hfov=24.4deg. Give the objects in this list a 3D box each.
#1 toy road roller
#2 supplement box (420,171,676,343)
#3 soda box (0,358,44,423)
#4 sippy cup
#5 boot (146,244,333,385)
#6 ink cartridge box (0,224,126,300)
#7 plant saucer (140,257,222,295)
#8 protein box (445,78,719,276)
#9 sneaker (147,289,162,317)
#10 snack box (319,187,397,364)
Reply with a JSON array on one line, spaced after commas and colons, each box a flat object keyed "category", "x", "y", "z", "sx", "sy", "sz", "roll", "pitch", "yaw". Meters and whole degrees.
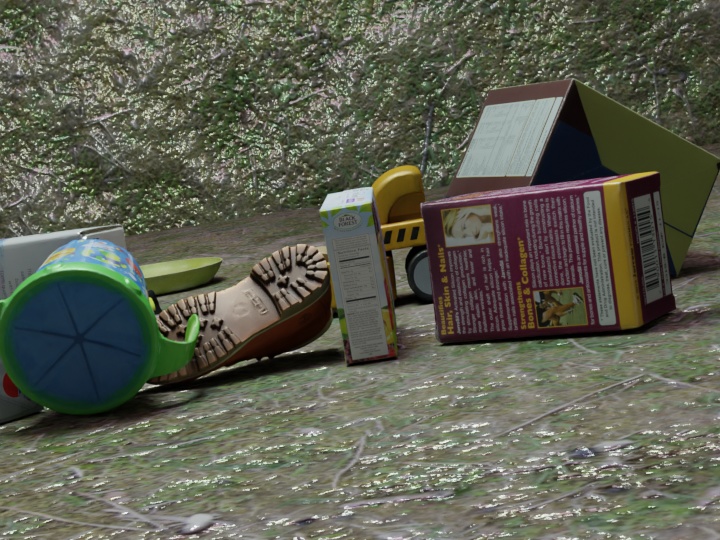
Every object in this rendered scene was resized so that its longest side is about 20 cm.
[{"category": "toy road roller", "x": 0.017, "y": -0.036, "z": 1.849, "sx": 0.199, "sy": 0.146, "sz": 0.123, "roll": -8, "pitch": 6, "yaw": 1}, {"category": "supplement box", "x": 0.168, "y": -0.011, "z": 1.496, "sx": 0.199, "sy": 0.131, "sz": 0.103, "roll": -4, "pitch": 6, "yaw": 30}, {"category": "soda box", "x": -0.378, "y": 0.101, "z": 1.520, "sx": 0.200, "sy": 0.069, "sz": 0.063, "roll": -2, "pitch": 9, "yaw": 41}, {"category": "sippy cup", "x": -0.239, "y": 0.037, "z": 1.449, "sx": 0.140, "sy": 0.178, "sz": 0.130, "roll": -38, "pitch": 19, "yaw": 11}, {"category": "boot", "x": -0.112, "y": 0.062, "z": 1.539, "sx": 0.200, "sy": 0.075, "sz": 0.107, "roll": -26, "pitch": -29, "yaw": -7}, {"category": "ink cartridge box", "x": -0.328, "y": 0.039, "z": 1.653, "sx": 0.199, "sy": 0.146, "sz": 0.087, "roll": -7, "pitch": 5, "yaw": 24}, {"category": "plant saucer", "x": -0.293, "y": 0.013, "z": 2.370, "sx": 0.199, "sy": 0.031, "sz": 0.200, "roll": -9, "pitch": 5, "yaw": 1}, {"category": "protein box", "x": 0.233, "y": -0.096, "z": 1.770, "sx": 0.198, "sy": 0.135, "sz": 0.200, "roll": 25, "pitch": -6, "yaw": -20}, {"category": "sneaker", "x": -0.247, "y": 0.047, "z": 1.752, "sx": 0.072, "sy": 0.083, "sz": 0.200, "roll": -12, "pitch": 7, "yaw": -29}, {"category": "snack box", "x": 0.000, "y": 0.000, "z": 1.562, "sx": 0.053, "sy": 0.143, "sz": 0.200, "roll": -9, "pitch": 6, "yaw": 2}]
